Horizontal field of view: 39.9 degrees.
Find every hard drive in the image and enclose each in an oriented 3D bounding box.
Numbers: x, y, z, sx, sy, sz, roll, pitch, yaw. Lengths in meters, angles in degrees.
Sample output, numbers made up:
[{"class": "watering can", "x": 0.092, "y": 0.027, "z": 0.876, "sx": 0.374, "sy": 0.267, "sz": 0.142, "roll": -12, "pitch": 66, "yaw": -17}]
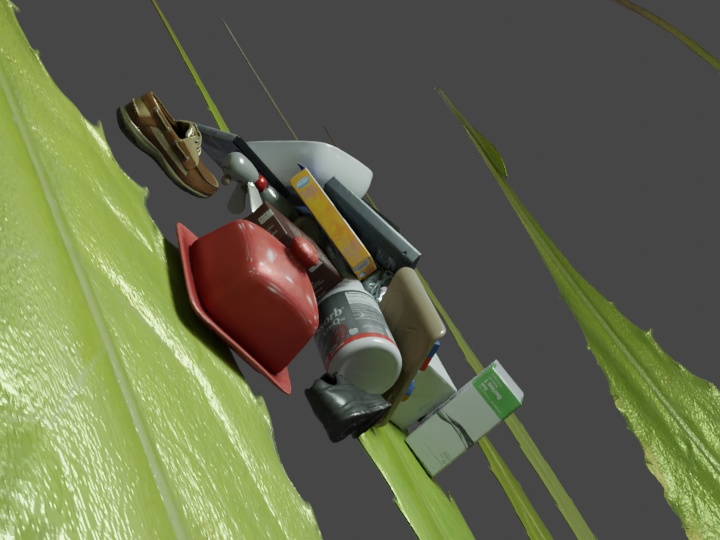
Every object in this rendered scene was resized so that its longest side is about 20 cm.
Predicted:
[{"class": "hard drive", "x": 0.010, "y": -0.058, "z": 1.693, "sx": 0.200, "sy": 0.033, "sz": 0.140, "roll": 43, "pitch": -21, "yaw": 10}]

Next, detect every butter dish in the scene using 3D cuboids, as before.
[{"class": "butter dish", "x": -0.117, "y": 0.015, "z": 1.229, "sx": 0.200, "sy": 0.147, "sz": 0.200, "roll": 48, "pitch": 10, "yaw": -35}]

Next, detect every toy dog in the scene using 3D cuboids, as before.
[{"class": "toy dog", "x": -0.164, "y": -0.092, "z": 1.602, "sx": 0.200, "sy": 0.097, "sz": 0.132, "roll": 41, "pitch": -13, "yaw": -12}]

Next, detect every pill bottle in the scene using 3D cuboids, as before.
[{"class": "pill bottle", "x": -0.015, "y": 0.098, "z": 1.549, "sx": 0.116, "sy": 0.116, "sz": 0.200, "roll": 47, "pitch": 10, "yaw": -35}]

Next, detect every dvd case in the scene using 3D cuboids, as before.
[{"class": "dvd case", "x": -0.211, "y": -0.187, "z": 1.672, "sx": 0.143, "sy": 0.018, "sz": 0.199, "roll": 48, "pitch": -15, "yaw": -35}]

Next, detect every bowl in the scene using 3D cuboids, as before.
[{"class": "bowl", "x": -0.097, "y": -0.167, "z": 1.773, "sx": 0.200, "sy": 0.198, "sz": 0.075, "roll": 28, "pitch": 69, "yaw": -58}]

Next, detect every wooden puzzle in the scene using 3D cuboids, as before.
[{"class": "wooden puzzle", "x": 0.060, "y": 0.122, "z": 1.573, "sx": 0.046, "sy": 0.201, "sz": 0.186, "roll": 20, "pitch": 26, "yaw": -29}]

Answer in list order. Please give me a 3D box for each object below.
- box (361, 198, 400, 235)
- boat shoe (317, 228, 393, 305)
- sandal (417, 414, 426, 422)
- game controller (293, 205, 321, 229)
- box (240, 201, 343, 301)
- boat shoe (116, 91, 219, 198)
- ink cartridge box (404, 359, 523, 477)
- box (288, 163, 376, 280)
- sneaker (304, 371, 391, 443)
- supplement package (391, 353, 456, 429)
[{"class": "box", "x": 0.027, "y": -0.018, "z": 1.842, "sx": 0.159, "sy": 0.049, "sz": 0.202, "roll": 33, "pitch": 43, "yaw": -49}, {"class": "boat shoe", "x": 0.001, "y": -0.001, "z": 1.670, "sx": 0.074, "sy": 0.065, "sz": 0.202, "roll": -29, "pitch": 72, "yaw": -38}, {"class": "sandal", "x": 0.084, "y": 0.206, "z": 1.815, "sx": 0.082, "sy": 0.054, "sz": 0.200, "roll": 51, "pitch": -1, "yaw": -23}, {"class": "game controller", "x": -0.109, "y": -0.116, "z": 1.892, "sx": 0.104, "sy": 0.042, "sz": 0.200, "roll": 18, "pitch": 11, "yaw": -37}, {"class": "box", "x": -0.116, "y": -0.013, "z": 1.484, "sx": 0.075, "sy": 0.100, "sz": 0.200, "roll": 55, "pitch": 8, "yaw": 32}, {"class": "boat shoe", "x": -0.265, "y": -0.181, "z": 1.437, "sx": 0.200, "sy": 0.074, "sz": 0.076, "roll": 44, "pitch": 13, "yaw": -46}, {"class": "ink cartridge box", "x": 0.182, "y": 0.254, "z": 1.721, "sx": 0.085, "sy": 0.200, "sz": 0.146, "roll": 51, "pitch": 8, "yaw": 7}, {"class": "box", "x": -0.050, "y": -0.081, "z": 1.598, "sx": 0.200, "sy": 0.041, "sz": 0.119, "roll": 52, "pitch": -2, "yaw": 12}, {"class": "sneaker", "x": -0.018, "y": 0.181, "z": 1.375, "sx": 0.091, "sy": 0.076, "sz": 0.200, "roll": 48, "pitch": 5, "yaw": 16}, {"class": "supplement package", "x": 0.055, "y": 0.147, "z": 1.713, "sx": 0.120, "sy": 0.121, "sz": 0.201, "roll": 43, "pitch": 13, "yaw": -48}]
